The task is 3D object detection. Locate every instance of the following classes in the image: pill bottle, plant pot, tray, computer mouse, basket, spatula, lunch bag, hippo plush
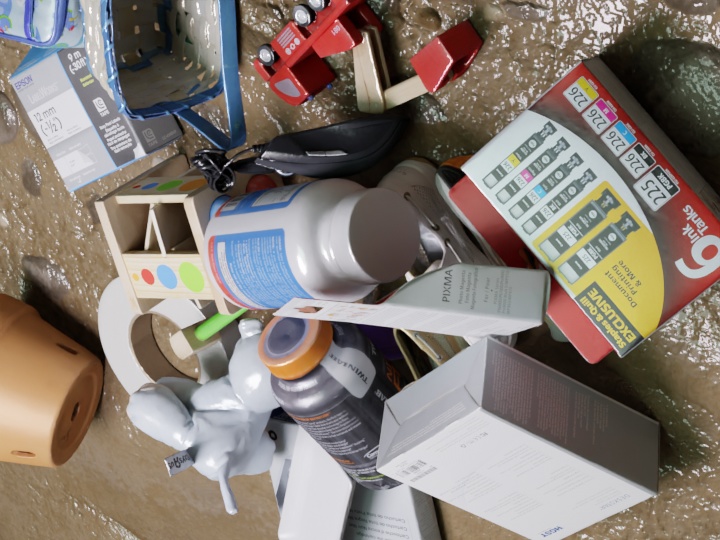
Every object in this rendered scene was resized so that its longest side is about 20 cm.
[{"bbox_3d":[-0.043,-0.023,1.439,0.200,0.112,0.112,-4,113,51],"label":"pill bottle"},{"bbox_3d":[-0.392,0.142,1.877,0.140,0.200,0.200,19,129,9],"label":"plant pot"},{"bbox_3d":[-0.042,0.249,1.670,0.107,0.022,0.200,53,145,38],"label":"tray"},{"bbox_3d":[-0.053,-0.098,1.465,0.140,0.200,0.046,134,124,-84],"label":"computer mouse"},{"bbox_3d":[-0.172,-0.221,1.474,0.200,0.139,0.177,39,140,43],"label":"basket"},{"bbox_3d":[0.000,0.000,1.559,0.056,0.021,0.200,-12,105,31],"label":"spatula"},{"bbox_3d":[-0.311,-0.320,1.551,0.161,0.082,0.200,22,110,33],"label":"lunch bag"},{"bbox_3d":[-0.015,0.117,1.530,0.106,0.106,0.200,0,144,40],"label":"pill bottle"},{"bbox_3d":[-0.135,0.119,1.628,0.159,0.200,0.161,32,98,3],"label":"hippo plush"}]

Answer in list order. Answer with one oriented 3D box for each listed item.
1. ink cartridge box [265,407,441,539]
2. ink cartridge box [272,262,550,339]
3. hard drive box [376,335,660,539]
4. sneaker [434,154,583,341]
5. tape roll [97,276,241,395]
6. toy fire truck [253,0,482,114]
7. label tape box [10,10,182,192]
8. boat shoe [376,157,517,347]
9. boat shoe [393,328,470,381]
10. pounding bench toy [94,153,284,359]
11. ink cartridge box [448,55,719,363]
[{"bbox_3d":[-0.008,0.247,1.706,0.199,0.041,0.200,5,119,39],"label":"ink cartridge box"},{"bbox_3d":[0.038,0.020,1.316,0.200,0.057,0.163,11,172,-8],"label":"ink cartridge box"},{"bbox_3d":[0.140,0.157,1.426,0.200,0.077,0.156,28,141,-24],"label":"hard drive box"},{"bbox_3d":[0.132,-0.012,1.406,0.200,0.076,0.092,46,142,11],"label":"sneaker"},{"bbox_3d":[-0.207,0.086,1.779,0.203,0.037,0.203,21,128,29],"label":"tape roll"},{"bbox_3d":[0.002,-0.189,1.421,0.141,0.049,0.200,52,136,2],"label":"toy fire truck"},{"bbox_3d":[-0.289,-0.196,1.653,0.143,0.066,0.200,-18,104,45],"label":"label tape box"},{"bbox_3d":[0.071,-0.002,1.463,0.071,0.069,0.200,-25,98,46],"label":"boat shoe"},{"bbox_3d":[0.087,0.124,1.523,0.072,0.076,0.200,-25,100,44],"label":"boat shoe"},{"bbox_3d":[-0.141,-0.004,1.603,0.156,0.124,0.200,1,116,40],"label":"pounding bench toy"},{"bbox_3d":[0.183,-0.039,1.288,0.176,0.084,0.200,-42,86,20],"label":"ink cartridge box"}]
